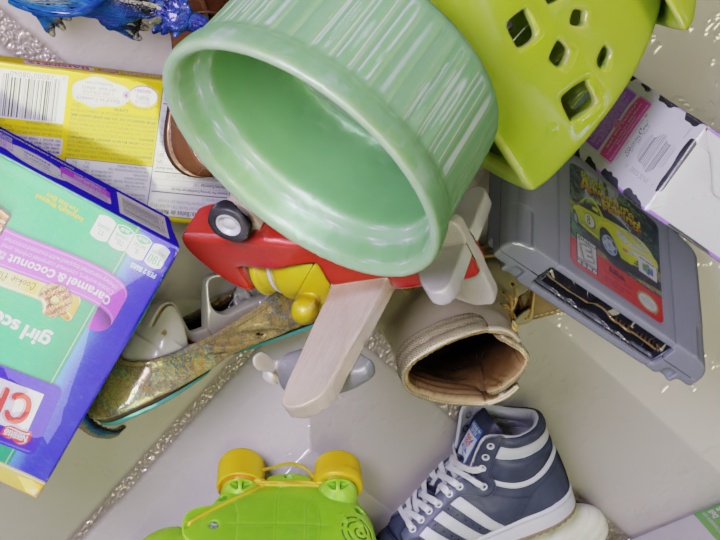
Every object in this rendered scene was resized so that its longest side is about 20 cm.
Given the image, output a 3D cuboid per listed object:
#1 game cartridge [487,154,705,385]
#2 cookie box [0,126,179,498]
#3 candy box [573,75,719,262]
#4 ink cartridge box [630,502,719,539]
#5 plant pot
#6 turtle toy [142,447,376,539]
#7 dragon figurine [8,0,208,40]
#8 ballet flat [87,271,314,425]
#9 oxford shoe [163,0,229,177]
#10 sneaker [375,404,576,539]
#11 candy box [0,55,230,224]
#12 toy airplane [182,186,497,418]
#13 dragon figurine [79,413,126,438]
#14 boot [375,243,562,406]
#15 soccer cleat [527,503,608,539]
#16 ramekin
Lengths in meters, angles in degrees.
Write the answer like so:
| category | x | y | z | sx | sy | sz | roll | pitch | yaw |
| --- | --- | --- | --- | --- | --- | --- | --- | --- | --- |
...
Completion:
| category | x | y | z | sx | sy | sz | roll | pitch | yaw |
| --- | --- | --- | --- | --- | --- | --- | --- | --- | --- |
| game cartridge | 0.176 | -0.014 | 1.300 | 0.199 | 0.134 | 0.041 | 32 | 127 | -25 |
| cookie box | -0.242 | 0.022 | 1.177 | 0.170 | 0.075 | 0.201 | 28 | 101 | -18 |
| candy box | 0.242 | -0.061 | 1.258 | 0.167 | 0.200 | 0.072 | 31 | 100 | -23 |
| ink cartridge box | 0.255 | 0.298 | 1.472 | 0.198 | 0.084 | 0.147 | -20 | 115 | -6 |
| plant pot | 0.094 | -0.200 | 1.171 | 0.181 | 0.200 | 0.200 | -40 | 115 | -6 |
| turtle toy | -0.077 | 0.217 | 1.335 | 0.198 | 0.147 | 0.102 | 1 | 135 | -1 |
| dragon figurine | -0.187 | -0.186 | 1.131 | 0.198 | 0.099 | 0.060 | 11 | 86 | 3 |
| ballet flat | -0.114 | 0.040 | 1.273 | 0.199 | 0.071 | 0.071 | -26 | 117 | -19 |
| oxford shoe | -0.097 | -0.162 | 1.191 | 0.071 | 0.071 | 0.202 | -2 | 95 | -14 |
| sneaker | 0.067 | 0.174 | 1.381 | 0.198 | 0.070 | 0.109 | -22 | 118 | -10 |
| candy box | -0.181 | -0.090 | 1.234 | 0.198 | 0.026 | 0.103 | 6 | 110 | -16 |
| toy airplane | 0.000 | 0.000 | 1.212 | 0.198 | 0.200 | 0.142 | -22 | 138 | -16 |
| dragon figurine | -0.229 | 0.052 | 1.261 | 0.199 | 0.059 | 0.100 | 33 | 101 | -22 |
| boot | 0.106 | 0.033 | 1.286 | 0.198 | 0.156 | 0.074 | -7 | 113 | -11 |
| soccer cleat | 0.111 | 0.244 | 1.416 | 0.198 | 0.078 | 0.070 | -17 | 115 | -7 |
| ramekin | -0.013 | -0.099 | 1.074 | 0.200 | 0.199 | 0.098 | 48 | 64 | -25 |
